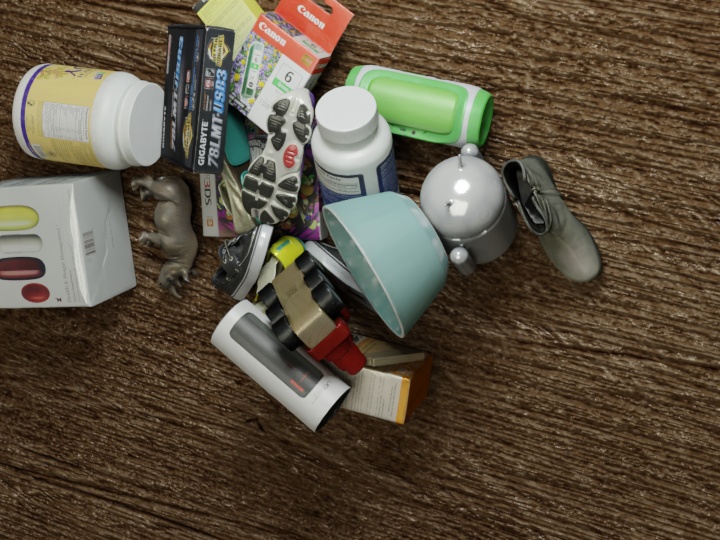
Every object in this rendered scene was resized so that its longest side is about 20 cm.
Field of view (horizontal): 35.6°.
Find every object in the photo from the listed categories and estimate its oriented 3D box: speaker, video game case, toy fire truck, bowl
[{"bbox_3d":[0.079,-0.226,1.547,0.198,0.088,0.089,15,107,16],"label":"speaker"},{"bbox_3d":[-0.147,-0.139,1.675,0.198,0.036,0.183,3,104,19],"label":"video game case"},{"bbox_3d":[-0.025,0.080,1.573,0.128,0.176,0.200,-41,116,3],"label":"toy fire truck"},{"bbox_3d":[0.044,-0.024,1.481,0.105,0.201,0.202,-32,90,-7],"label":"bowl"},{"bbox_3d":[-0.110,0.133,1.564,0.200,0.081,0.081,40,112,10],"label":"speaker"}]

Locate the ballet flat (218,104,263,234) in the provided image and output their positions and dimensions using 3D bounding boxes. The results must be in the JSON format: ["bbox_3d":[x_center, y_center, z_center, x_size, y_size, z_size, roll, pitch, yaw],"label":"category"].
[{"bbox_3d":[-0.190,-0.146,1.635,0.062,0.067,0.202,-12,98,32],"label":"ballet flat"}]

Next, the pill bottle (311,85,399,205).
[{"bbox_3d":[-0.008,-0.151,1.529,0.110,0.112,0.201,12,146,17],"label":"pill bottle"}]

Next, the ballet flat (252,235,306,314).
[{"bbox_3d":[-0.134,0.037,1.669,0.067,0.067,0.201,32,126,21],"label":"ballet flat"}]

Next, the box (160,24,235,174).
[{"bbox_3d":[-0.237,-0.248,1.603,0.049,0.198,0.202,1,102,-26],"label":"box"}]

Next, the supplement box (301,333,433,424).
[{"bbox_3d":[-0.007,0.147,1.639,0.198,0.126,0.074,13,107,16],"label":"supplement box"}]

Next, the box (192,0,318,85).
[{"bbox_3d":[-0.152,-0.327,1.628,0.075,0.050,0.201,-40,86,23],"label":"box"}]

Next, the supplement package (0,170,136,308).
[{"bbox_3d":[-0.483,-0.049,1.758,0.198,0.147,0.193,-2,101,19],"label":"supplement package"}]

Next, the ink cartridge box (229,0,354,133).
[{"bbox_3d":[-0.106,-0.300,1.560,0.109,0.050,0.201,38,114,7],"label":"ink cartridge box"}]

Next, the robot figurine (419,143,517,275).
[{"bbox_3d":[0.145,-0.080,1.495,0.112,0.200,0.171,-2,70,18],"label":"robot figurine"}]

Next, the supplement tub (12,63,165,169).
[{"bbox_3d":[-0.404,-0.230,1.689,0.198,0.145,0.147,9,105,18],"label":"supplement tub"}]

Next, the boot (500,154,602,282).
[{"bbox_3d":[0.248,-0.060,1.497,0.067,0.131,0.201,-30,91,23],"label":"boot"}]

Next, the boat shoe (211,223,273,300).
[{"bbox_3d":[-0.179,-0.018,1.649,0.066,0.200,0.071,20,65,-10],"label":"boat shoe"}]

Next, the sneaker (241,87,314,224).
[{"bbox_3d":[-0.101,-0.156,1.549,0.080,0.084,0.201,25,114,4],"label":"sneaker"}]

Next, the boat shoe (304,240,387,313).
[{"bbox_3d":[-0.001,-0.001,1.628,0.199,0.074,0.068,32,75,38],"label":"boat shoe"}]

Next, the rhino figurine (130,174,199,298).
[{"bbox_3d":[-0.295,-0.052,1.735,0.086,0.060,0.202,-4,104,10],"label":"rhino figurine"}]
